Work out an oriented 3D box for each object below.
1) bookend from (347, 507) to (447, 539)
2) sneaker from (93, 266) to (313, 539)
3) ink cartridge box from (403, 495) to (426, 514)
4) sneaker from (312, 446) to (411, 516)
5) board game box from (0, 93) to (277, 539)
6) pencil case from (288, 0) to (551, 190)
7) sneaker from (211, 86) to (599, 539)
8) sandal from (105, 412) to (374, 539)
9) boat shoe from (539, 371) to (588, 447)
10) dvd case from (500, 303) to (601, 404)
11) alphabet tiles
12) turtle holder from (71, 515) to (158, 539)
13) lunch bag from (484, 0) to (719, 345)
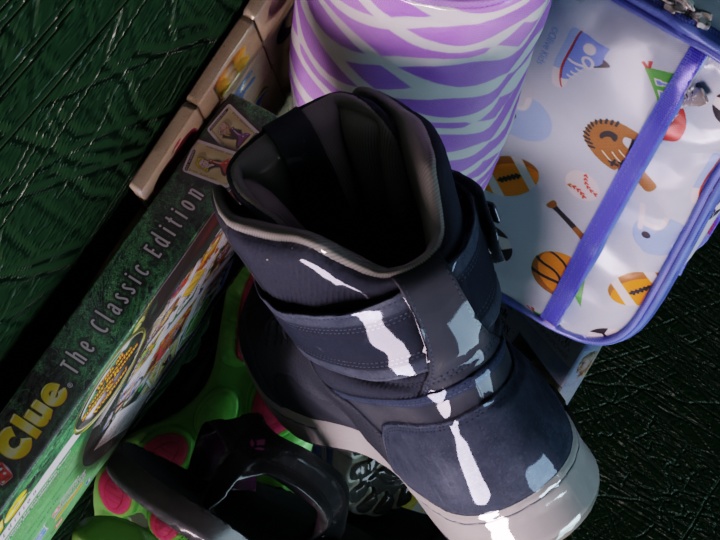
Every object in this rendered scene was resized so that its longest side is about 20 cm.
[{"bbox_3d":[-0.054,0.181,1.287,0.092,0.198,0.201,-46,146,-54],"label":"bookend"},{"bbox_3d":[-0.039,0.047,1.130,0.200,0.077,0.084,-56,177,28],"label":"sneaker"},{"bbox_3d":[-0.001,0.167,1.390,0.083,0.200,0.145,-44,166,-36],"label":"ink cartridge box"},{"bbox_3d":[0.000,0.000,1.241,0.078,0.089,0.201,15,92,-52],"label":"sneaker"},{"bbox_3d":[-0.091,0.041,0.940,0.200,0.023,0.105,-55,174,-21],"label":"board game box"},{"bbox_3d":[0.019,-0.084,0.941,0.200,0.084,0.086,107,-5,-66],"label":"pencil case"},{"bbox_3d":[-0.007,-0.002,0.945,0.077,0.146,0.202,-39,-150,-13],"label":"sneaker"},{"bbox_3d":[-0.032,0.079,1.017,0.048,0.075,0.200,-58,160,2],"label":"sandal"},{"bbox_3d":[0.037,0.060,1.317,0.075,0.200,0.074,22,114,-42],"label":"boat shoe"},{"bbox_3d":[0.039,0.044,1.399,0.018,0.143,0.200,-13,142,-42],"label":"dvd case"},{"bbox_3d":[-0.039,-0.051,1.004,0.167,0.006,0.200,-57,172,-6],"label":"alphabet tiles"},{"bbox_3d":[-0.087,0.162,1.029,0.186,0.141,0.132,-49,169,-22],"label":"turtle holder"},{"bbox_3d":[0.082,-0.066,1.091,0.076,0.160,0.200,-55,174,-37],"label":"lunch bag"}]
